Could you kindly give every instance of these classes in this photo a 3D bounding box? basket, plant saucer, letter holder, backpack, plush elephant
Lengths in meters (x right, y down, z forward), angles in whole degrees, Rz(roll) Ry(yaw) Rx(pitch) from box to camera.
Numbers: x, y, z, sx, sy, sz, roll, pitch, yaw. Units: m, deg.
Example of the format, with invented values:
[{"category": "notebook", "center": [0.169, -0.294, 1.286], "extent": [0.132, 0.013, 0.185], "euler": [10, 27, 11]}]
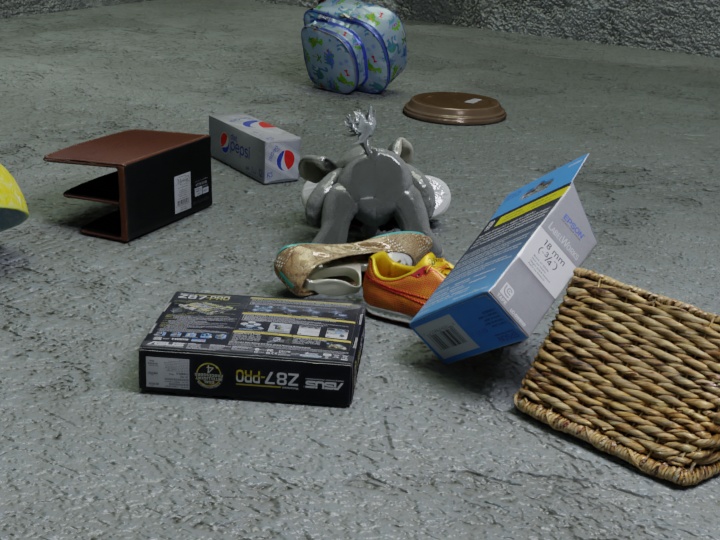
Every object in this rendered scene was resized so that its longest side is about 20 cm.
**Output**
[{"category": "basket", "center": [0.266, 0.107, 1.114], "extent": [0.200, 0.149, 0.143], "euler": [21, -7, 43]}, {"category": "plant saucer", "center": [0.181, -0.312, 2.365], "extent": [0.199, 0.030, 0.200], "euler": [3, 18, -1]}, {"category": "letter holder", "center": [-0.310, -0.120, 1.644], "extent": [0.142, 0.101, 0.200], "euler": [9, 20, 24]}, {"category": "backpack", "center": [-0.015, -0.448, 2.516], "extent": [0.200, 0.183, 0.147], "euler": [17, 47, 28]}, {"category": "plush elephant", "center": [0.008, -0.100, 1.554], "extent": [0.164, 0.201, 0.155], "euler": [-6, 1, -3]}]

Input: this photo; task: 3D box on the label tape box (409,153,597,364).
[{"category": "label tape box", "center": [0.154, -0.009, 1.209], "extent": [0.200, 0.063, 0.144], "euler": [-50, 12, -29]}]

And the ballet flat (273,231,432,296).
[{"category": "ballet flat", "center": [0.000, 0.000, 1.414], "extent": [0.200, 0.071, 0.065], "euler": [-9, 49, -22]}]

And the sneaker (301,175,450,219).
[{"category": "sneaker", "center": [0.020, -0.088, 1.671], "extent": [0.199, 0.077, 0.082], "euler": [4, -8, 2]}]

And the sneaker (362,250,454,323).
[{"category": "sneaker", "center": [0.090, 0.025, 1.308], "extent": [0.200, 0.077, 0.073], "euler": [12, 20, 22]}]

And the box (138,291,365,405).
[{"category": "box", "center": [-0.099, 0.071, 1.196], "extent": [0.199, 0.049, 0.161], "euler": [3, 21, 3]}]

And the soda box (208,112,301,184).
[{"category": "soda box", "center": [-0.166, -0.192, 1.916], "extent": [0.063, 0.068, 0.200], "euler": [-9, 21, -30]}]

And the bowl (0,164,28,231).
[{"category": "bowl", "center": [-0.492, -0.100, 1.432], "extent": [0.200, 0.108, 0.200], "euler": [-10, -6, -1]}]
